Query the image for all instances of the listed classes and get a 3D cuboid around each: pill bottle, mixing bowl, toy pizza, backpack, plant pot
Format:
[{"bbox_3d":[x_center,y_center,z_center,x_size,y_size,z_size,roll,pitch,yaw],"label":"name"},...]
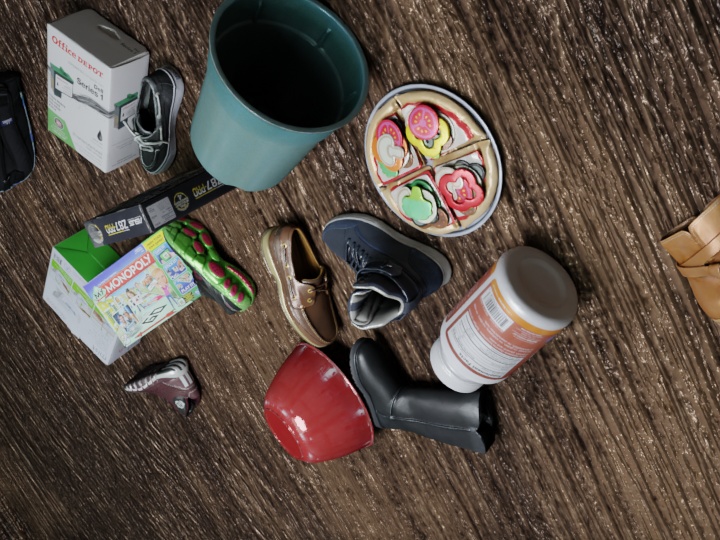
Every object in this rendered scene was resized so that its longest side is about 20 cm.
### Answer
[{"bbox_3d":[0.169,0.069,1.009,0.112,0.112,0.200,44,137,7],"label":"pill bottle"},{"bbox_3d":[-0.083,0.229,1.291,0.200,0.108,0.201,41,152,28],"label":"mixing bowl"},{"bbox_3d":[0.082,-0.130,1.006,0.198,0.032,0.202,21,130,28],"label":"toy pizza"},{"bbox_3d":[-0.682,-0.245,1.494,0.153,0.163,0.202,18,135,40],"label":"backpack"},{"bbox_3d":[-0.120,-0.210,1.018,0.201,0.200,0.196,50,144,1],"label":"plant pot"}]

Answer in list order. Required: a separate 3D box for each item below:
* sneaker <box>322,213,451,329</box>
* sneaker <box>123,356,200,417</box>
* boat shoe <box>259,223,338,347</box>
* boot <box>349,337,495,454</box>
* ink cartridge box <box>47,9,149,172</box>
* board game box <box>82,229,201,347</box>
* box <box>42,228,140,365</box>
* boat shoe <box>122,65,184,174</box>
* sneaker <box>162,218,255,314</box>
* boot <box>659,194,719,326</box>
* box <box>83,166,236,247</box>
[{"bbox_3d":[0.000,-0.001,1.080,0.201,0.146,0.078,22,132,29],"label":"sneaker"},{"bbox_3d":[-0.392,0.249,1.629,0.199,0.076,0.116,-18,108,44],"label":"sneaker"},{"bbox_3d":[-0.083,0.024,1.218,0.067,0.072,0.202,-11,107,45],"label":"boat shoe"},{"bbox_3d":[0.091,0.178,1.178,0.198,0.066,0.166,7,130,40],"label":"boot"},{"bbox_3d":[-0.418,-0.284,1.284,0.145,0.084,0.201,35,135,16],"label":"ink cartridge box"},{"bbox_3d":[-0.377,0.029,1.434,0.199,0.029,0.135,-33,96,18],"label":"board game box"},{"bbox_3d":[-0.511,0.053,1.579,0.200,0.097,0.177,43,137,8],"label":"box"},{"bbox_3d":[-0.324,-0.222,1.258,0.074,0.068,0.200,42,137,9],"label":"boat shoe"},{"bbox_3d":[-0.263,-0.003,1.349,0.200,0.077,0.084,49,133,4],"label":"sneaker"},{"bbox_3d":[0.403,-0.017,0.787,0.155,0.073,0.200,52,135,5],"label":"boot"},{"bbox_3d":[-0.290,-0.104,1.212,0.160,0.200,0.050,-6,112,41],"label":"box"}]
